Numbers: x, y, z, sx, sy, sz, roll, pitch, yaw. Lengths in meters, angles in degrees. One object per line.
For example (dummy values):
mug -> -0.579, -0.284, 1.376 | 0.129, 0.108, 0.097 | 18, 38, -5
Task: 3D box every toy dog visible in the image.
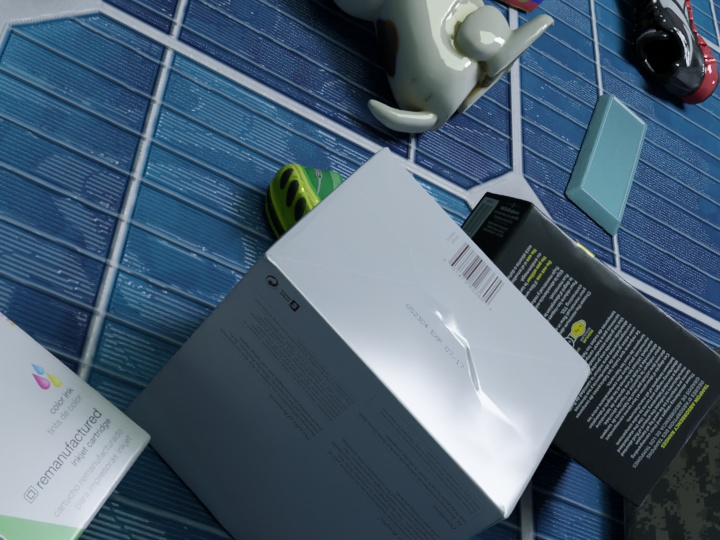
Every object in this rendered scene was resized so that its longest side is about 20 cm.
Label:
toy dog -> 0.046, -0.240, 1.012 | 0.193, 0.140, 0.201 | -40, 89, -10

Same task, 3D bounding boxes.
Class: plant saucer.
plant saucer -> 0.271, -0.121, 1.167 | 0.070, 0.019, 0.201 | 38, 43, -10

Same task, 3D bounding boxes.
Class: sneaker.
sneaker -> 0.000, 0.000, 0.828 | 0.083, 0.074, 0.202 | -12, 68, -38
sneaker -> 0.367, -0.300, 1.330 | 0.097, 0.071, 0.204 | 4, 60, -38

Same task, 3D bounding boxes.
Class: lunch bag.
lunch bag -> 0.318, 0.186, 0.908 | 0.167, 0.138, 0.202 | 39, 42, -31

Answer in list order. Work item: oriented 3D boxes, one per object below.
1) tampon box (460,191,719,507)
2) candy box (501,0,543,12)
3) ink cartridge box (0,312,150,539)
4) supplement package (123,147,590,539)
tampon box -> 0.151, 0.054, 0.826 | 0.199, 0.127, 0.150 | 37, 2, -10
candy box -> 0.135, -0.410, 1.224 | 0.167, 0.077, 0.203 | 14, 52, -32
ink cartridge box -> -0.236, 0.090, 0.571 | 0.199, 0.084, 0.145 | 40, 44, -6
supplement package -> -0.005, 0.076, 0.679 | 0.192, 0.200, 0.147 | 47, 43, 0
